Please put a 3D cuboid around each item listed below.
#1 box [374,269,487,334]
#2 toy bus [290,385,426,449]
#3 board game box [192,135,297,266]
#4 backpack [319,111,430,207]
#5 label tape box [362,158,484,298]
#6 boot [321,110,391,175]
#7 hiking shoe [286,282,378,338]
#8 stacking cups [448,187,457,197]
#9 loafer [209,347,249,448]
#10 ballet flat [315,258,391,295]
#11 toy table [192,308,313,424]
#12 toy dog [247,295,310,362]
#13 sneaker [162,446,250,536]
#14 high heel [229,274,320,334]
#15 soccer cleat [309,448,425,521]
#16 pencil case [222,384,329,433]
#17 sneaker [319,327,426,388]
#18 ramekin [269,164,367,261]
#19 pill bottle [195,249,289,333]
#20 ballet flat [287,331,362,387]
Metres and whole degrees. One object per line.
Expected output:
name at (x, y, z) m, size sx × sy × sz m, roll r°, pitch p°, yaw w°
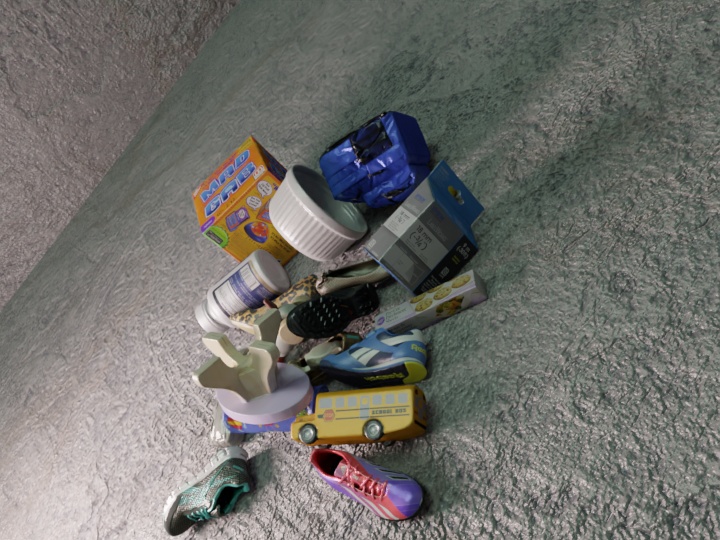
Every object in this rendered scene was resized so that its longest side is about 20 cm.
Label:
box at (0.114, 0.062, 1.070) m, size 0.200 × 0.039 × 0.042 m, roll -28°, pitch 40°, yaw 27°
toy bus at (-0.004, 0.224, 0.977) m, size 0.199 × 0.065 × 0.079 m, roll -9°, pitch 64°, yaw 21°
board game box at (-0.234, -0.142, 1.481) m, size 0.200 × 0.200 × 0.200 m, roll -42°, pitch 36°, yaw 9°
backpack at (0.025, -0.206, 1.290) m, size 0.199 × 0.162 × 0.168 m, roll -24°, pitch 81°, yaw 25°
label tape box at (0.124, -0.061, 1.082) m, size 0.200 × 0.144 × 0.063 m, roll -48°, pitch 36°, yaw 1°
boot at (0.003, -0.259, 1.466) m, size 0.200 × 0.066 × 0.165 m, roll -28°, pitch 39°, yaw 33°
hiking shoe at (-0.061, 0.080, 1.151) m, size 0.101 × 0.200 × 0.076 m, roll -20°, pitch 86°, yaw 48°
stacking cups at (0.110, -0.077, 1.175) m, size 0.060 × 0.061 × 0.200 m, roll 5°, pitch 59°, yaw 48°
loafer at (-0.250, 0.245, 1.256) m, size 0.070 × 0.070 × 0.201 m, roll -13°, pitch 49°, yaw 28°
ballet flat at (0.000, 0.000, 1.219) m, size 0.199 × 0.046 × 0.067 m, roll -20°, pitch 23°, yaw 25°
toy table at (-0.176, 0.160, 1.052) m, size 0.199 × 0.117 × 0.184 m, roll -5°, pitch 29°, yaw 34°
toy dog at (-0.167, 0.125, 1.207) m, size 0.200 × 0.096 × 0.132 m, roll -58°, pitch 8°, yaw 7°
sneaker at (-0.268, 0.403, 1.130) m, size 0.200 × 0.078 × 0.091 m, roll -47°, pitch 40°, yaw 5°
high heel at (-0.174, 0.067, 1.330) m, size 0.199 × 0.071 × 0.143 m, roll 7°, pitch 68°, yaw 30°
soccer cleat at (0.005, 0.304, 0.932) m, size 0.200 × 0.073 × 0.068 m, roll 6°, pitch 61°, yaw 48°
pencil case at (-0.140, 0.237, 1.107) m, size 0.199 × 0.087 × 0.078 m, roll -6°, pitch 95°, yaw 24°
sneaker at (0.024, 0.143, 1.065) m, size 0.199 × 0.074 × 0.083 m, roll -9°, pitch 53°, yaw 30°
ramekin at (-0.092, -0.110, 1.317) m, size 0.105 × 0.200 × 0.200 m, roll -47°, pitch 35°, yaw 19°
pill bottle at (-0.261, 0.054, 1.406) m, size 0.200 × 0.111 × 0.111 m, roll -37°, pitch 37°, yaw 15°
ballet flat at (-0.084, 0.170, 1.145) m, size 0.200 × 0.072 × 0.068 m, roll -35°, pitch 55°, yaw 18°
